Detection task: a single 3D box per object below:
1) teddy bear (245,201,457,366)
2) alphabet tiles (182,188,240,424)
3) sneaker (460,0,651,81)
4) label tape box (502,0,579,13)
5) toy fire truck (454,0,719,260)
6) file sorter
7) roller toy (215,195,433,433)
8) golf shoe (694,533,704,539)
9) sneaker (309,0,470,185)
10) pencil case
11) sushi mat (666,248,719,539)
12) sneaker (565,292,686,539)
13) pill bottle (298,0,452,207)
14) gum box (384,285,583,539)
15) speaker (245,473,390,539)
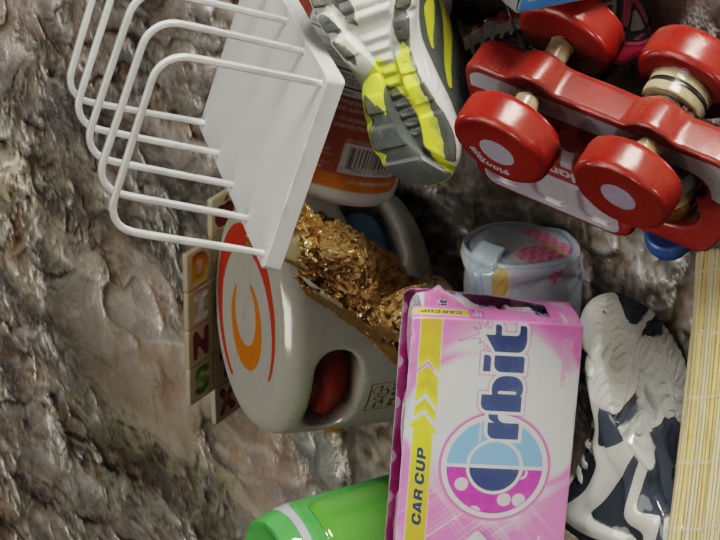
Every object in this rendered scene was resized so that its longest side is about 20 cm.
[{"bbox_3d":[0.000,0.000,1.672,0.200,0.067,0.145,36,171,-13],"label":"teddy bear"},{"bbox_3d":[-0.091,0.017,1.949,0.006,0.166,0.201,16,120,29],"label":"alphabet tiles"},{"bbox_3d":[0.118,-0.141,1.598,0.200,0.080,0.075,-34,74,58],"label":"sneaker"},{"bbox_3d":[0.107,-0.243,1.513,0.200,0.143,0.064,47,140,44],"label":"label tape box"},{"bbox_3d":[0.156,-0.075,1.508,0.199,0.112,0.168,23,158,22],"label":"toy fire truck"},{"bbox_3d":[-0.110,-0.118,1.584,0.200,0.124,0.139,-117,42,-56],"label":"file sorter"},{"bbox_3d":[-0.022,0.031,1.849,0.182,0.139,0.201,-174,80,-69],"label":"roller toy"},{"bbox_3d":[0.242,0.159,1.485,0.075,0.091,0.201,6,104,60],"label":"golf shoe"},{"bbox_3d":[0.021,-0.157,1.542,0.074,0.085,0.201,-8,108,21],"label":"sneaker"},{"bbox_3d":[0.107,0.067,1.687,0.083,0.090,0.201,35,129,52],"label":"pencil case"},{"bbox_3d":[0.224,0.077,1.479,0.096,0.012,0.201,-21,56,59],"label":"sushi mat"},{"bbox_3d":[0.167,0.123,1.612,0.129,0.079,0.200,-27,87,51],"label":"sneaker"},{"bbox_3d":[-0.002,-0.155,1.646,0.112,0.112,0.201,39,118,48],"label":"pill bottle"},{"bbox_3d":[0.080,0.111,1.593,0.066,0.113,0.201,-110,23,-76],"label":"gum box"},{"bbox_3d":[0.018,0.196,1.779,0.088,0.199,0.089,31,127,52],"label":"speaker"}]
